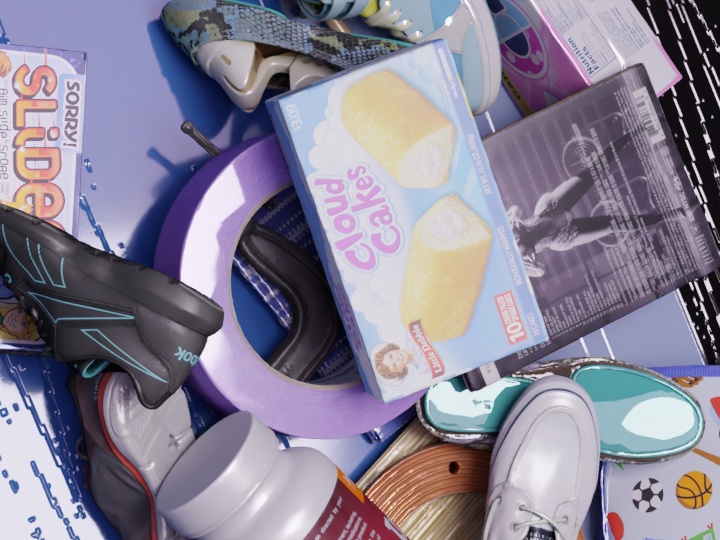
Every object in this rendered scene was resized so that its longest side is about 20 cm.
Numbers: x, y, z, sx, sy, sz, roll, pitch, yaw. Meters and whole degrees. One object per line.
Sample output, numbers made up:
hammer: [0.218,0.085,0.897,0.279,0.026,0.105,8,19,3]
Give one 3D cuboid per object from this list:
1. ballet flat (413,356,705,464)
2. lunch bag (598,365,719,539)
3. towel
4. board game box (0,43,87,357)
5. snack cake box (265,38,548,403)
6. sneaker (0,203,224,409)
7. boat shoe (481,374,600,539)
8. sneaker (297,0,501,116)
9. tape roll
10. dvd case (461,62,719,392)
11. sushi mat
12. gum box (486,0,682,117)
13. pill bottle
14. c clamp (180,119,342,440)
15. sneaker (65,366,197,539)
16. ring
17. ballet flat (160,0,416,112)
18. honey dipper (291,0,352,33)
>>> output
ballet flat: [0.132,0.092,1.495,0.198,0.072,0.073,6,82,-5]
lunch bag: [0.265,0.148,1.531,0.198,0.124,0.172,-2,84,5]
towel: [0.000,0.000,1.521,0.145,0.024,0.200,-41,99,-19]
board game box: [-0.251,-0.048,1.434,0.134,0.034,0.202,4,83,-17]
snack cake box: [0.028,-0.032,1.380,0.114,0.067,0.202,-21,97,-9]
sneaker: [-0.183,0.016,1.358,0.199,0.075,0.080,24,89,23]
boat shoe: [0.116,0.172,1.444,0.073,0.067,0.202,9,106,-6]
sneaker: [0.013,-0.177,1.487,0.130,0.079,0.201,-30,112,-23]
tape roll: [-0.033,0.008,1.438,0.198,0.066,0.202,0,89,-23]
dvd case: [0.130,-0.029,1.455,0.199,0.016,0.150,-26,99,-16]
sushi mat: [0.051,0.154,1.515,0.200,0.012,0.096,-47,108,-16]
gum box: [0.129,-0.178,1.530,0.066,0.113,0.201,-37,95,-19]
pill bottle: [-0.031,0.186,1.391,0.200,0.113,0.113,46,73,-18]
c clamp: [-0.104,0.031,1.467,0.170,0.027,0.201,35,84,-15]
sneaker: [-0.138,0.143,1.438,0.077,0.081,0.202,-32,116,-42]
ring: [0.068,0.217,1.505,0.199,0.019,0.202,0,90,-22]
ballet flat: [-0.048,-0.133,1.455,0.198,0.074,0.075,12,79,16]
honey dipper: [0.005,-0.140,1.530,0.038,0.038,0.201,-38,99,-18]
